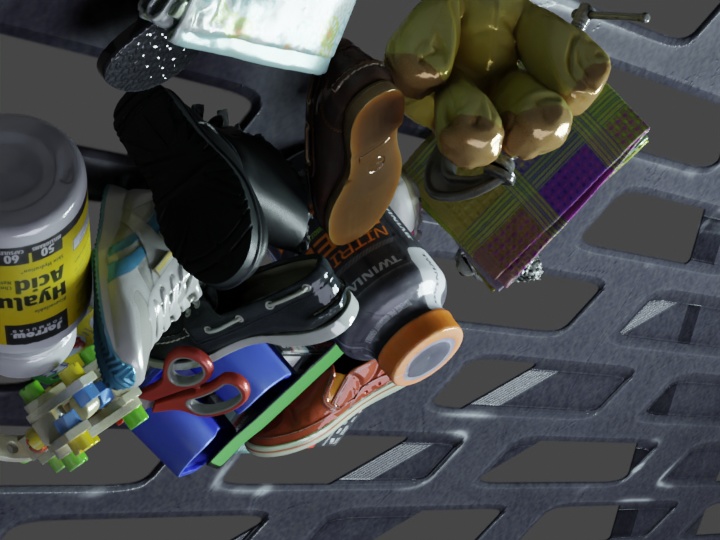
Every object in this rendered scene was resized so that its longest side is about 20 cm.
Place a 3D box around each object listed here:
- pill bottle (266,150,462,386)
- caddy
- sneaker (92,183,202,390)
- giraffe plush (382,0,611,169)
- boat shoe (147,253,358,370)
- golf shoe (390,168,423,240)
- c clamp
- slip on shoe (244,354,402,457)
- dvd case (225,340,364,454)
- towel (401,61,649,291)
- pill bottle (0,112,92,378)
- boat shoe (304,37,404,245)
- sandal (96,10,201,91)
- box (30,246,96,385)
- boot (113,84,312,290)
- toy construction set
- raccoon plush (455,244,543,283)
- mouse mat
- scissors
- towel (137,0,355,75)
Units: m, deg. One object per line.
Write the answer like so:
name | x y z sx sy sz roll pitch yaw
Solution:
pill bottle | 0.000 0.000 1.673 0.106 0.200 0.106 -31 155 -16
caddy | -0.139 0.095 1.743 0.141 0.105 0.200 -42 175 1
sneaker | -0.156 0.008 1.497 0.081 0.200 0.077 4 132 -5
giraffe plush | 0.077 -0.155 1.594 0.172 0.200 0.162 -13 163 -21
boat shoe | -0.099 0.027 1.599 0.200 0.076 0.060 -14 125 24
golf shoe | -0.013 -0.008 1.785 0.092 0.073 0.200 -14 144 -45
c clamp | 0.129 -0.138 1.665 0.027 0.171 0.200 35 82 -32
slip on shoe | -0.028 0.109 1.928 0.200 0.074 0.061 -32 117 0
dvd case | -0.054 0.123 1.998 0.200 0.022 0.146 -1 135 -51
towel | 0.136 -0.096 1.739 0.200 0.144 0.023 -47 164 19
pill bottle | -0.248 -0.010 1.458 0.111 0.111 0.200 -27 151 -21
boat shoe | -0.010 -0.099 1.555 0.070 0.070 0.200 -30 154 -26
sandal | -0.113 -0.197 1.422 0.200 0.045 0.075 -44 162 -21
box | -0.188 0.020 1.651 0.200 0.048 0.117 -43 153 5
boot | -0.091 -0.049 1.507 0.073 0.198 0.162 -42 147 13
toy construction set | -0.247 0.121 1.591 0.200 0.092 0.131 -17 -168 38
raccoon plush | 0.125 -0.077 1.781 0.097 0.134 0.200 -18 147 -32
mouse mat | -0.059 0.105 1.803 0.200 0.008 0.161 -42 175 -5
scissors | -0.172 0.111 1.643 0.200 0.014 0.073 -27 123 39
towel | -0.053 -0.225 1.382 0.200 0.048 0.171 4 115 -57
